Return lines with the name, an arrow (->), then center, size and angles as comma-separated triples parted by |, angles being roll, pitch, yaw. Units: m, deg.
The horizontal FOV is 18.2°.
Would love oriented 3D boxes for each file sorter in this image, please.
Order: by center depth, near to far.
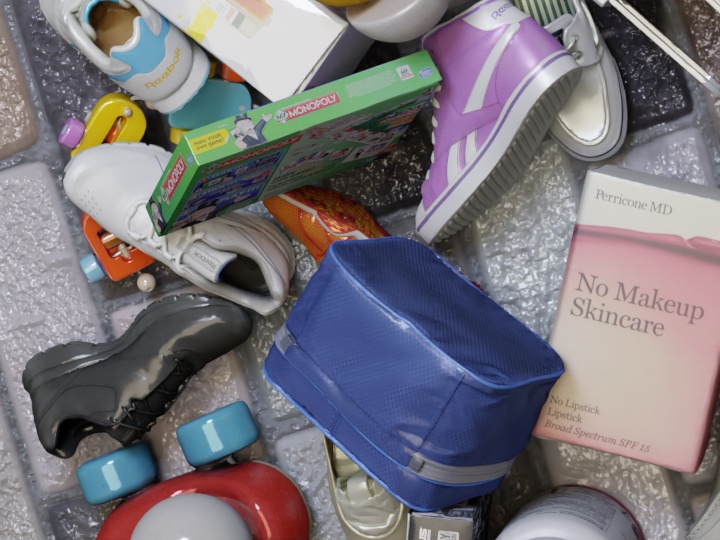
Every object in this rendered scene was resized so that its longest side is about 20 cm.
file sorter -> 0.277, -0.231, 1.603 | 0.124, 0.139, 0.200 | 43, 101, 3

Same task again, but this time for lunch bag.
lunch bag -> 0.027, 0.073, 1.611 | 0.200, 0.136, 0.133 | 41, 114, 27

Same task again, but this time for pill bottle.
pill bottle -> 0.145, 0.226, 1.634 | 0.113, 0.200, 0.114 | 1, 95, 12

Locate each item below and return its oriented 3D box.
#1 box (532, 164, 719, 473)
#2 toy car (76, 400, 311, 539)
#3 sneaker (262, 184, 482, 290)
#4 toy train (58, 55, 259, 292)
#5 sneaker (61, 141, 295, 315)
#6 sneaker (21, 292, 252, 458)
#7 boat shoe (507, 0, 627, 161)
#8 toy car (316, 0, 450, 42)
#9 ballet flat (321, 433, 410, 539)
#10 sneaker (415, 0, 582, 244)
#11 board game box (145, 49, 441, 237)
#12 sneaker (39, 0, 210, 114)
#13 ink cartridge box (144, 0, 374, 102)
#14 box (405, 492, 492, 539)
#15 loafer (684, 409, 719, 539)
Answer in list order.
box -> 0.210, 0.033, 1.651 | 0.128, 0.109, 0.201 | 13, 97, 11
toy car -> -0.137, 0.217, 1.694 | 0.176, 0.200, 0.185 | -22, 89, 13
sneaker -> 0.000, 0.000, 1.715 | 0.200, 0.073, 0.077 | 37, 110, 10
toy train -> -0.151, -0.084, 1.752 | 0.200, 0.056, 0.150 | -33, 113, 3
sneaker -> -0.132, -0.032, 1.698 | 0.200, 0.087, 0.075 | 26, 106, -17
sneaker -> -0.168, 0.086, 1.741 | 0.200, 0.076, 0.091 | -25, 54, 20
boat shoe -> 0.139, -0.173, 1.672 | 0.073, 0.067, 0.200 | -24, 89, 13
toy car -> 0.017, -0.274, 1.587 | 0.200, 0.150, 0.175 | -40, 122, -5
ballet flat -> -0.002, 0.143, 1.728 | 0.069, 0.069, 0.201 | -14, 92, 13
sneaker -> 0.077, -0.118, 1.674 | 0.114, 0.073, 0.201 | 45, 127, 16
board game box -> -0.050, -0.091, 1.637 | 0.200, 0.135, 0.029 | -21, 75, -24
sneaker -> -0.190, -0.193, 1.697 | 0.077, 0.081, 0.200 | -51, 45, -1
ink cartridge box -> -0.093, -0.210, 1.679 | 0.200, 0.145, 0.083 | 39, 100, 6
box -> 0.062, 0.238, 1.653 | 0.050, 0.200, 0.158 | 6, 97, 7
loafer -> 0.292, 0.119, 1.663 | 0.070, 0.070, 0.200 | 32, 91, 4
